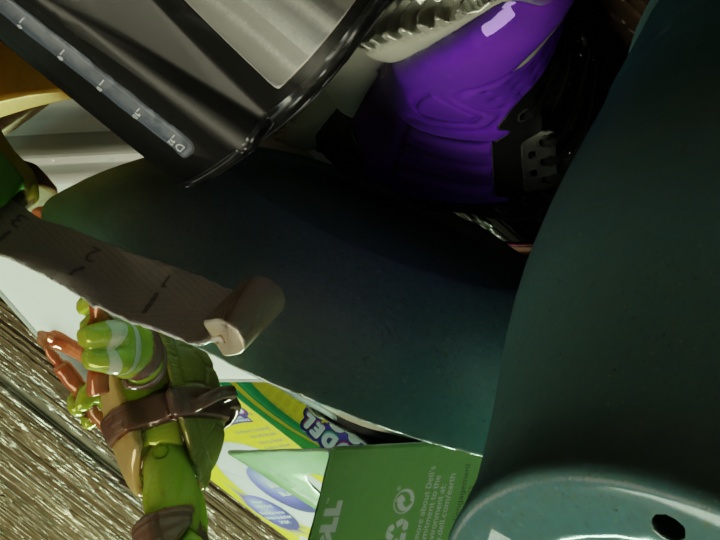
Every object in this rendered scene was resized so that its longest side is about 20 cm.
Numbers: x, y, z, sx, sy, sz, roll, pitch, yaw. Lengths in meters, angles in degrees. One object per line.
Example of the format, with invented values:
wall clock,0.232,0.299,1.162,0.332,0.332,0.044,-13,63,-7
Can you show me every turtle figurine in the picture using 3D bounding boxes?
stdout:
turtle figurine,-0.073,0.063,0.961,0.064,0.162,0.200,-11,168,-10

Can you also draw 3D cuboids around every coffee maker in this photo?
coffee maker,-0.085,-0.131,0.761,0.200,0.135,0.192,38,-178,-13

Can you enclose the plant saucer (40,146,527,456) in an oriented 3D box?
plant saucer,0.000,0.000,0.833,0.201,0.039,0.201,20,-167,-5

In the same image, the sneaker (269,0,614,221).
sneaker,0.046,-0.060,0.798,0.099,0.070,0.200,31,165,-9

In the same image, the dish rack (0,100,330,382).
dish rack,-0.074,-0.004,1.036,0.200,0.044,0.172,-2,143,30

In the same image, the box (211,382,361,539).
box,-0.032,0.075,1.205,0.200,0.048,0.117,41,156,-19

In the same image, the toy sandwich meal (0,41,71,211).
toy sandwich meal,-0.139,-0.038,0.900,0.070,0.205,0.205,56,159,6

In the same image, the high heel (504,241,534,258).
high heel,0.094,0.020,0.889,0.096,0.068,0.200,28,164,-21

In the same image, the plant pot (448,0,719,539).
plant pot,0.120,0.036,0.679,0.200,0.188,0.200,23,141,20

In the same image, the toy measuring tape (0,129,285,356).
toy measuring tape,-0.112,-0.037,0.753,0.200,0.074,0.074,22,156,23

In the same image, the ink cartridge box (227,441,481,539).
ink cartridge box,0.049,0.105,0.944,0.200,0.059,0.104,-6,151,41

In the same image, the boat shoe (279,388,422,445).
boat shoe,0.000,0.038,0.973,0.200,0.072,0.068,30,143,-31
